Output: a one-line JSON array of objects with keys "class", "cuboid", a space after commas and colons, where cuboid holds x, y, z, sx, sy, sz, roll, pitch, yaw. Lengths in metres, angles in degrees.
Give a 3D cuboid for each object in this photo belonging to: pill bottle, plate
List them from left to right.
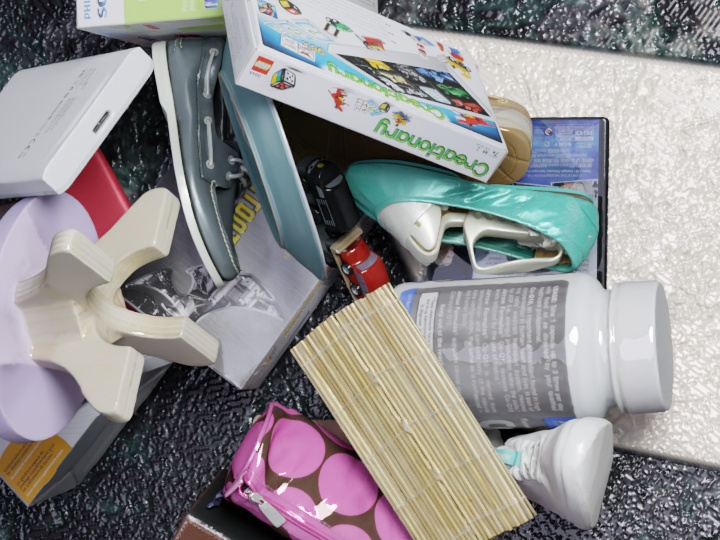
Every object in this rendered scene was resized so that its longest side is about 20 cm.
[{"class": "plate", "cuboid": [-0.069, -0.083, 1.184, 0.026, 0.200, 0.200, -20, 84, -5]}, {"class": "pill bottle", "cuboid": [0.124, 0.060, 1.201, 0.200, 0.114, 0.114, -3, 90, 18]}]

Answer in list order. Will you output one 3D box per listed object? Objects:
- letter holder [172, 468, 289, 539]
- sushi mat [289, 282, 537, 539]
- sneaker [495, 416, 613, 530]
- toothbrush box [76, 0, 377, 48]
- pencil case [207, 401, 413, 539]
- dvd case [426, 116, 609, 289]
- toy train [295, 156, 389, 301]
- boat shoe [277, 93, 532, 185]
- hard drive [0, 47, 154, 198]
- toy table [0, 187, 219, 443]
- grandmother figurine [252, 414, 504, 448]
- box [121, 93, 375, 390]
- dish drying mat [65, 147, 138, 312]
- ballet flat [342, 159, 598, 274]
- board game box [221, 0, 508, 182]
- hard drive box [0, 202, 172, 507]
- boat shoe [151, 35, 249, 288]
[{"class": "letter holder", "cuboid": [-0.066, 0.275, 1.268, 0.200, 0.101, 0.142, 30, 108, 3]}, {"class": "sushi mat", "cuboid": [0.037, 0.114, 1.172, 0.096, 0.012, 0.200, -33, 89, 28]}, {"class": "sneaker", "cuboid": [0.133, 0.142, 1.171, 0.088, 0.200, 0.075, 14, 78, 11]}, {"class": "toothbrush box", "cuboid": [-0.101, -0.227, 1.272, 0.200, 0.146, 0.086, -1, 91, 17]}, {"class": "pencil case", "cuboid": [-0.007, 0.186, 1.226, 0.200, 0.094, 0.091, 30, 109, -5]}, {"class": "dvd case", "cuboid": [0.121, -0.019, 1.270, 0.142, 0.018, 0.200, 1, 90, 17]}, {"class": "toy train", "cuboid": [0.000, 0.000, 1.252, 0.046, 0.034, 0.200, 10, 133, 44]}, {"class": "boat shoe", "cuboid": [0.035, -0.108, 1.253, 0.200, 0.069, 0.074, 9, 127, 11]}, {"class": "hard drive", "cuboid": [-0.255, -0.113, 1.298, 0.200, 0.027, 0.132, 1, 53, 52]}, {"class": "toy table", "cuboid": [-0.201, 0.026, 1.206, 0.117, 0.184, 0.200, -9, 68, 29]}, {"class": "grandmother figurine", "cuboid": [0.017, 0.149, 1.287, 0.200, 0.061, 0.121, -7, 101, 20]}, {"class": "box", "cuboid": [-0.093, -0.029, 1.313, 0.158, 0.048, 0.200, 38, 96, 14]}, {"class": "dish drying mat", "cuboid": [-0.225, -0.040, 1.382, 0.077, 0.018, 0.200, -32, 81, 16]}, {"class": "ballet flat", "cuboid": [0.076, -0.035, 1.209, 0.200, 0.067, 0.070, 9, 60, 6]}, {"class": "board game box", "cuboid": [0.001, -0.141, 1.137, 0.200, 0.126, 0.035, 20, 123, -24]}, {"class": "hard drive box", "cuboid": [-0.281, 0.068, 1.360, 0.200, 0.077, 0.156, 44, 111, 13]}, {"class": "boat shoe", "cuboid": [-0.113, -0.088, 1.261, 0.062, 0.073, 0.200, -13, 80, -1]}]
